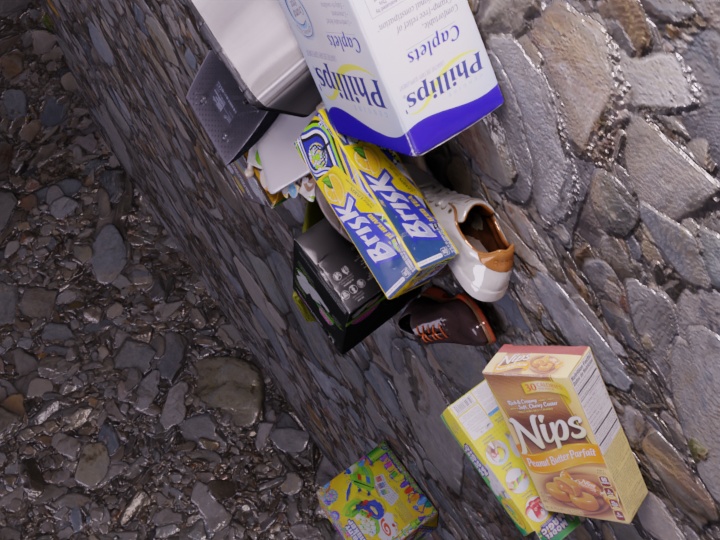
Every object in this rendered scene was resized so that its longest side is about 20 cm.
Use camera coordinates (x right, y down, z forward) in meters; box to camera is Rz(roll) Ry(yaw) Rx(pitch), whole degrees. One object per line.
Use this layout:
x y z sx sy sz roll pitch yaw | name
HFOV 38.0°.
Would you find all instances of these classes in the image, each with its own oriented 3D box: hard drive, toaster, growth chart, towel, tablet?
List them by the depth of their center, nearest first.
-0.102 -0.272 1.135 0.182 0.118 0.200 56 -165 5 | toaster
-0.142 -0.248 1.338 0.200 0.042 0.136 -49 64 36 | hard drive
-0.105 -0.214 1.347 0.129 0.014 0.204 -24 81 43 | tablet
-0.079 -0.162 1.352 0.198 0.018 0.148 19 109 40 | growth chart
-0.071 -0.031 1.567 0.086 0.018 0.204 66 -153 -59 | towel

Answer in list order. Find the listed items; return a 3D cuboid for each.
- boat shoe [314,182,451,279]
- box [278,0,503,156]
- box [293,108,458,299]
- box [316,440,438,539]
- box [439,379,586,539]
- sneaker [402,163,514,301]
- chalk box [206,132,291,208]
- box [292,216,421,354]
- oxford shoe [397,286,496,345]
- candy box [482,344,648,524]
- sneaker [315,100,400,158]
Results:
0.025 -0.056 1.244 0.198 0.076 0.072 35 -177 -19 | boat shoe
0.015 -0.226 0.966 0.183 0.104 0.202 30 150 62 | box
0.015 -0.076 1.099 0.202 0.069 0.064 58 137 12 | box
0.037 0.525 2.290 0.201 0.191 0.123 51 165 25 | box
0.200 0.221 1.253 0.201 0.116 0.049 54 160 14 | box
0.101 -0.065 1.123 0.200 0.072 0.086 49 144 29 | sneaker
-0.137 -0.183 1.537 0.126 0.123 0.200 61 166 -19 | chalk box
0.000 0.000 1.400 0.125 0.147 0.200 52 165 12 | box
0.110 0.074 1.339 0.072 0.072 0.200 61 165 -13 | oxford shoe
0.223 0.176 1.134 0.114 0.055 0.202 -2 123 46 | candy box
-0.007 -0.146 1.237 0.075 0.089 0.202 46 161 36 | sneaker
